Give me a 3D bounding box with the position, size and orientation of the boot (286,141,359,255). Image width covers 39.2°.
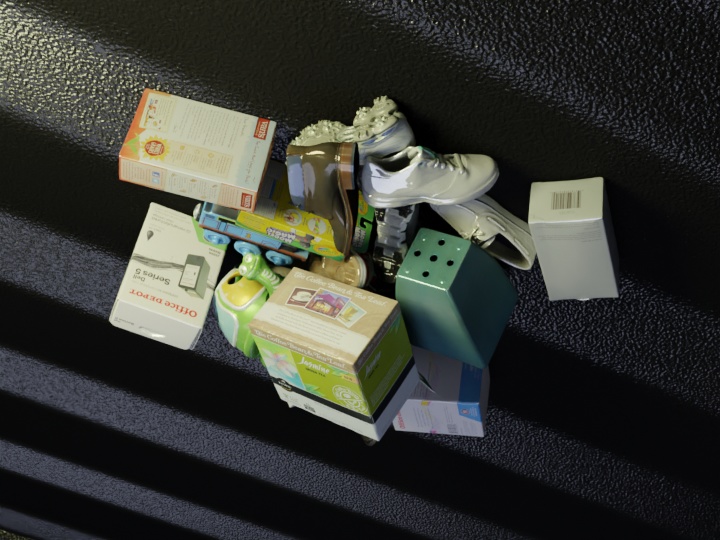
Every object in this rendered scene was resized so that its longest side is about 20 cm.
[{"bbox_3d":[-0.052,-0.104,1.427,0.096,0.075,0.201,6,135,5],"label":"boot"}]

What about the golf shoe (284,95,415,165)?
[{"bbox_3d":[-0.014,-0.171,1.446,0.199,0.079,0.097,-13,144,32],"label":"golf shoe"}]

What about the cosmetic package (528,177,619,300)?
[{"bbox_3d":[0.325,-0.043,1.522,0.112,0.082,0.200,-2,144,19],"label":"cosmetic package"}]

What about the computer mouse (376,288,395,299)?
[{"bbox_3d":[0.123,0.057,1.755,0.198,0.034,0.059,2,145,14],"label":"computer mouse"}]

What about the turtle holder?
[{"bbox_3d":[-0.173,0.059,1.637,0.131,0.141,0.186,35,174,13],"label":"turtle holder"}]

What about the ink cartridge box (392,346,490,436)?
[{"bbox_3d":[0.136,0.222,1.900,0.198,0.126,0.129,3,144,14],"label":"ink cartridge box"}]

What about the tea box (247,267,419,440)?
[{"bbox_3d":[-0.037,0.127,1.553,0.199,0.134,0.197,17,143,31],"label":"tea box"}]

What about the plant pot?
[{"bbox_3d":[0.140,0.030,1.569,0.141,0.142,0.200,17,157,28],"label":"plant pot"}]

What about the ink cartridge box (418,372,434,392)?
[{"bbox_3d":[0.053,0.111,1.680,0.200,0.048,0.146,39,-178,-6],"label":"ink cartridge box"}]

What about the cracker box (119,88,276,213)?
[{"bbox_3d":[-0.231,-0.172,1.448,0.199,0.135,0.058,14,145,-3],"label":"cracker box"}]

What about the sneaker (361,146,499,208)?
[{"bbox_3d":[0.100,-0.142,1.420,0.198,0.076,0.089,-10,138,-6],"label":"sneaker"}]

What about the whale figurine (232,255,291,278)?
[{"bbox_3d":[-0.134,0.054,1.761,0.159,0.104,0.200,-23,131,39],"label":"whale figurine"}]

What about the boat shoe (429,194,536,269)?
[{"bbox_3d":[0.187,-0.062,1.544,0.199,0.066,0.072,30,141,-25],"label":"boat shoe"}]

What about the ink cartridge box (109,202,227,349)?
[{"bbox_3d":[-0.310,0.009,1.664,0.145,0.201,0.084,20,144,-13],"label":"ink cartridge box"}]

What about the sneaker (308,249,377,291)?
[{"bbox_3d":[0.000,0.000,1.621,0.112,0.072,0.200,9,-176,-23],"label":"sneaker"}]

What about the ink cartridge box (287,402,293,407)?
[{"bbox_3d":[-0.036,0.153,1.790,0.199,0.083,0.147,-18,163,-29],"label":"ink cartridge box"}]

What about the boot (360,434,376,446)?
[{"bbox_3d":[-0.049,0.242,1.940,0.173,0.200,0.069,26,111,-29],"label":"boot"}]

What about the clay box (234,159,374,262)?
[{"bbox_3d":[-0.080,-0.090,1.537,0.199,0.116,0.048,20,144,-11],"label":"clay box"}]

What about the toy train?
[{"bbox_3d":[-0.164,-0.073,1.595,0.199,0.087,0.114,19,156,-10],"label":"toy train"}]

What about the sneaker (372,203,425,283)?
[{"bbox_3d":[0.063,-0.086,1.549,0.066,0.090,0.201,17,122,19],"label":"sneaker"}]
